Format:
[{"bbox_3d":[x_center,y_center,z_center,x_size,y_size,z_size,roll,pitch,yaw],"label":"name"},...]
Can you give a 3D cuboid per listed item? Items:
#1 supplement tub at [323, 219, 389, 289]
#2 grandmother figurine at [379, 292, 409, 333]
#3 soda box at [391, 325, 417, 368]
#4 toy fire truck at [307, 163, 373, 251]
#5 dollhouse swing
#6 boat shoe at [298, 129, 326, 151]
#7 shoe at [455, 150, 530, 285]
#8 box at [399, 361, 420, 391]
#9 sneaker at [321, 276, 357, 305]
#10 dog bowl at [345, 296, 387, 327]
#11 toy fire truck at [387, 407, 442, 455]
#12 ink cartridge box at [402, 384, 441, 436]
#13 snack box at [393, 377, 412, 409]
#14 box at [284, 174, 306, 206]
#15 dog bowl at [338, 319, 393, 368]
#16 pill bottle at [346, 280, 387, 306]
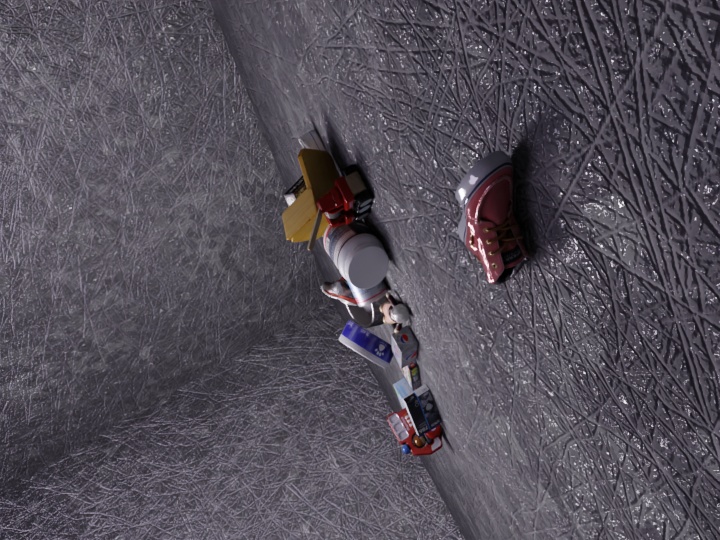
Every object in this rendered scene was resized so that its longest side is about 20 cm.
[{"bbox_3d":[-0.013,-0.054,1.524,0.201,0.137,0.143,53,168,53],"label":"supplement tub"},{"bbox_3d":[0.103,0.124,1.649,0.125,0.059,0.200,65,170,-3],"label":"grandmother figurine"},{"bbox_3d":[0.140,0.247,1.762,0.069,0.062,0.201,59,171,23],"label":"soda box"},{"bbox_3d":[-0.068,-0.142,1.383,0.132,0.196,0.176,61,172,7],"label":"toy fire truck"},{"bbox_3d":[-0.142,-0.210,1.550,0.179,0.180,0.198,58,-152,10],"label":"dollhouse swing"},{"bbox_3d":[-0.123,-0.320,1.666,0.205,0.064,0.074,63,172,6],"label":"boat shoe"},{"bbox_3d":[0.160,-0.052,0.638,0.093,0.070,0.201,58,176,20],"label":"shoe"},{"bbox_3d":[0.171,0.343,1.977,0.112,0.034,0.202,59,171,32],"label":"box"},{"bbox_3d":[-0.059,0.057,1.873,0.197,0.075,0.085,21,99,49],"label":"sneaker"},{"bbox_3d":[0.012,0.102,1.889,0.198,0.057,0.206,34,135,43],"label":"dog bowl"},{"bbox_3d":[0.209,0.597,2.060,0.203,0.164,0.113,58,172,33],"label":"toy fire truck"},{"bbox_3d":[0.221,0.502,1.926,0.039,0.097,0.204,45,161,59],"label":"ink cartridge box"},{"bbox_3d":[0.219,0.577,2.304,0.169,0.066,0.204,54,166,51],"label":"snack box"},{"bbox_3d":[-0.140,-0.220,1.713,0.048,0.202,0.164,-2,127,35],"label":"box"},{"bbox_3d":[0.025,0.254,1.913,0.196,0.081,0.200,30,176,3],"label":"dog bowl"},{"bbox_3d":[0.000,0.000,1.729,0.205,0.106,0.109,64,172,-6],"label":"pill bottle"}]
